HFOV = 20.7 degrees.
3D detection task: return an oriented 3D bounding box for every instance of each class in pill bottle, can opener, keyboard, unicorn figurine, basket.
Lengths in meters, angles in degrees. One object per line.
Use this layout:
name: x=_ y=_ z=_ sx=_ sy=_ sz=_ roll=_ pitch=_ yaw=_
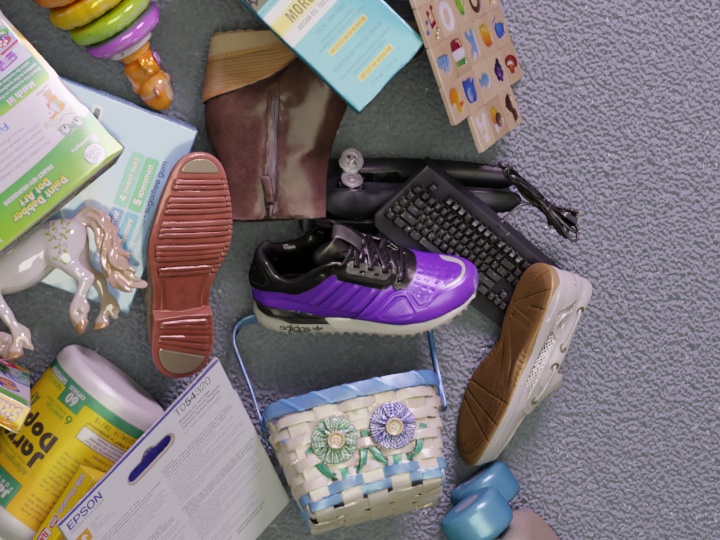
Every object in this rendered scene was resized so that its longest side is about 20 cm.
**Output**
pill bottle: x=-0.267 y=0.172 z=1.686 sx=0.113 sy=0.113 sz=0.200 roll=38 pitch=93 yaw=-13
can opener: x=0.043 y=-0.074 z=1.726 sx=0.199 sy=0.079 sz=0.064 roll=-5 pitch=61 yaw=-11
keyboard: x=0.117 y=-0.032 z=1.721 sx=0.200 sy=0.021 sz=0.127 roll=37 pitch=102 yaw=-31
unicorn figurine: x=-0.290 y=0.003 z=1.637 sx=0.199 sy=0.074 sz=0.138 roll=-20 pitch=89 yaw=-18
basket: x=-0.005 y=0.115 z=1.712 sx=0.176 sy=0.139 sz=0.201 roll=-15 pitch=67 yaw=-6

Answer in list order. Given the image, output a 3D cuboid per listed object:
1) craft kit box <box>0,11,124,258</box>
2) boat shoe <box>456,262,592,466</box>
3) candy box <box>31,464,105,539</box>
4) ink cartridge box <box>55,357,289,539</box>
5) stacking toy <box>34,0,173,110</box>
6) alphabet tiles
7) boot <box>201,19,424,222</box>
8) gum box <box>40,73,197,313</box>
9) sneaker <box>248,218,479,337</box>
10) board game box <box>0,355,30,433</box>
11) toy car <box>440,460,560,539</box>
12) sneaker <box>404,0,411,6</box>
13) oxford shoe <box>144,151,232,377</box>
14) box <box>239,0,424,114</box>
craft kit box: x=-0.329 y=-0.107 z=1.587 sx=0.200 sy=0.049 sz=0.198 roll=-41 pitch=88 yaw=-21
boat shoe: x=0.151 y=0.091 z=1.751 sx=0.069 sy=0.071 sz=0.201 roll=12 pitch=114 yaw=-30
candy box: x=-0.198 y=0.236 z=1.692 sx=0.200 sy=0.026 sz=0.102 roll=29 pitch=93 yaw=-52
ink cartridge box: x=-0.162 y=0.196 z=1.650 sx=0.196 sy=0.043 sz=0.200 roll=-46 pitch=136 yaw=-24
stacking toy: x=-0.212 y=-0.217 z=1.644 sx=0.110 sy=0.116 sz=0.200 roll=-33 pitch=114 yaw=1
alphabet tiles: x=0.088 y=-0.206 z=1.661 sx=0.006 sy=0.166 sz=0.201 roll=-13 pitch=103 yaw=28
boot: x=-0.035 y=-0.127 z=1.679 sx=0.199 sy=0.072 sz=0.167 roll=-5 pitch=86 yaw=7
gum box: x=-0.262 y=-0.078 z=1.679 sx=0.199 sy=0.045 sz=0.171 roll=21 pitch=96 yaw=-10
sneaker: x=0.000 y=0.000 z=1.675 sx=0.199 sy=0.070 sz=0.100 roll=-4 pitch=134 yaw=5
board game box: x=-0.319 y=0.087 z=1.618 sx=0.095 sy=0.200 sz=0.030 roll=28 pitch=94 yaw=-12
toy car: x=0.094 y=0.308 z=1.745 sx=0.200 sy=0.177 sz=0.185 roll=-36 pitch=92 yaw=11
sneaker: x=-0.019 y=-0.252 z=1.678 sx=0.200 sy=0.075 sz=0.106 roll=38 pitch=97 yaw=-3
oxford shoe: x=-0.156 y=-0.013 z=1.674 sx=0.070 sy=0.074 sz=0.201 roll=3 pitch=113 yaw=-21
box: x=-0.045 y=-0.226 z=1.616 sx=0.200 sy=0.049 sz=0.082 roll=43 pitch=91 yaw=-2
